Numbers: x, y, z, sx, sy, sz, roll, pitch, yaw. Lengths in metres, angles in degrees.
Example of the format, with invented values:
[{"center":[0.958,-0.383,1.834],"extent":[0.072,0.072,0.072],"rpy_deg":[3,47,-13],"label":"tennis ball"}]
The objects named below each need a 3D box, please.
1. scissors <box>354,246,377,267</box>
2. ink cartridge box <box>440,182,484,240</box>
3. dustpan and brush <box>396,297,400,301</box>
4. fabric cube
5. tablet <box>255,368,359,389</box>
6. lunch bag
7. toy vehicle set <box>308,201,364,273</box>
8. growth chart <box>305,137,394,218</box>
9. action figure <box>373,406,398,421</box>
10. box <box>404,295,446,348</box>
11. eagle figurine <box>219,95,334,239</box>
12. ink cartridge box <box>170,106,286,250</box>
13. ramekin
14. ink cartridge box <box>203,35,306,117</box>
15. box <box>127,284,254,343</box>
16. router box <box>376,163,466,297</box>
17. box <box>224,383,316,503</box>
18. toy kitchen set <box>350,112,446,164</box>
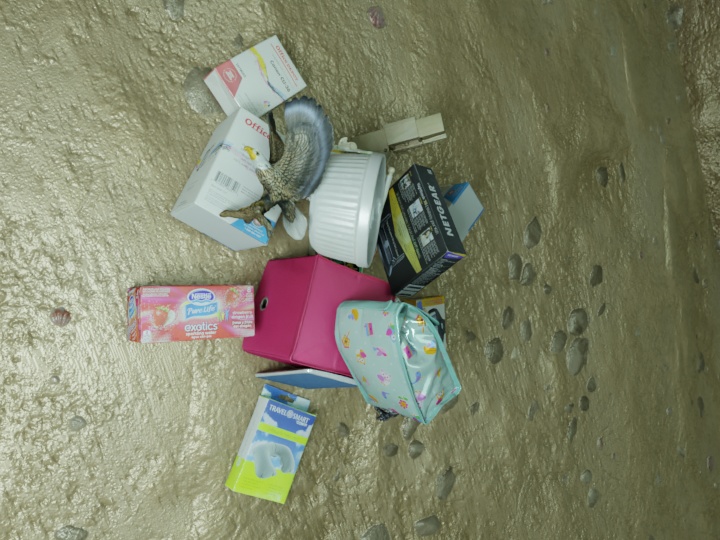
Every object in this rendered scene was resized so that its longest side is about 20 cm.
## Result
[{"center":[0.000,0.000,1.210],"extent":[0.073,0.014,0.200],"rpy_deg":[17,76,-35],"label":"scissors"},{"center":[0.157,-0.114,1.219],"extent":[0.145,0.200,0.085],"rpy_deg":[-51,119,-26],"label":"ink cartridge box"},{"center":[0.098,0.158,1.242],"extent":[0.139,0.057,0.200],"rpy_deg":[-25,102,-34],"label":"dustpan and brush"},{"center":[-0.081,0.095,1.033],"extent":[0.200,0.199,0.197],"rpy_deg":[23,76,-33],"label":"fabric cube"},{"center":[-0.101,0.205,1.011],"extent":[0.130,0.200,0.014],"rpy_deg":[22,66,-33],"label":"tablet"},{"center":[0.054,0.135,0.901],"extent":[0.122,0.170,0.200],"rpy_deg":[-34,109,-32],"label":"lunch bag"},{"center":[-0.051,-0.089,1.164],"extent":[0.124,0.026,0.201],"rpy_deg":[2,85,-31],"label":"toy vehicle set"},{"center":[-0.034,-0.180,1.026],"extent":[0.200,0.018,0.145],"rpy_deg":[21,99,-3],"label":"growth chart"},{"center":[0.070,0.272,1.178],"extent":[0.119,0.200,0.102],"rpy_deg":[-24,68,-2],"label":"action figure"},{"center":[0.154,0.162,1.247],"extent":[0.119,0.041,0.201],"rpy_deg":[-5,90,-49],"label":"box"},{"center":[-0.127,-0.163,0.852],"extent":[0.151,0.151,0.200],"rpy_deg":[23,70,11],"label":"eagle figurine"},{"center":[-0.222,-0.161,0.979],"extent":[0.147,0.145,0.200],"rpy_deg":[32,70,-29],"label":"ink cartridge box"},{"center":[-0.022,-0.111,0.934],"extent":[0.105,0.200,0.201],"rpy_deg":[9,79,6],"label":"ramekin"},{"center":[-0.193,-0.383,1.062],"extent":[0.200,0.067,0.117],"rpy_deg":[-45,112,-29],"label":"ink cartridge box"},{"center":[-0.297,0.074,0.940],"extent":[0.200,0.100,0.096],"rpy_deg":[1,87,-35],"label":"box"},{"center":[0.098,-0.074,1.008],"extent":[0.052,0.157,0.200],"rpy_deg":[7,55,-38],"label":"router box"},{"center":[-0.169,0.339,1.048],"extent":[0.122,0.048,0.200],"rpy_deg":[30,71,-31],"label":"box"},{"center":[0.108,-0.237,1.218],"extent":[0.163,0.200,0.181],"rpy_deg":[-25,102,-76],"label":"toy kitchen set"}]
